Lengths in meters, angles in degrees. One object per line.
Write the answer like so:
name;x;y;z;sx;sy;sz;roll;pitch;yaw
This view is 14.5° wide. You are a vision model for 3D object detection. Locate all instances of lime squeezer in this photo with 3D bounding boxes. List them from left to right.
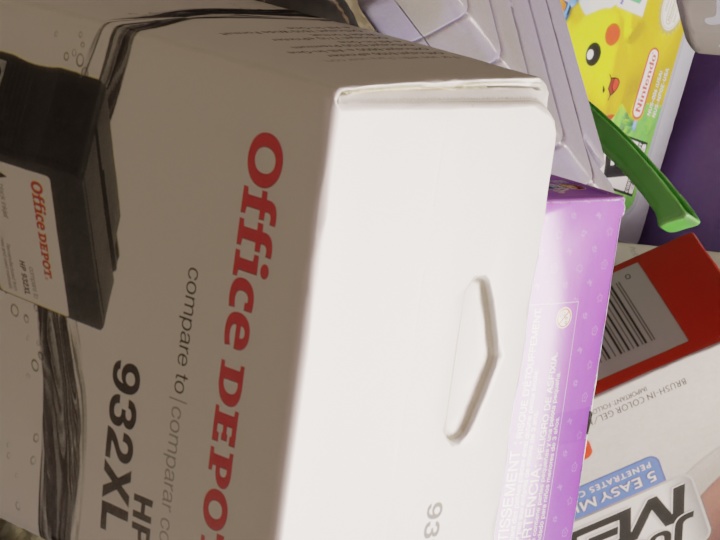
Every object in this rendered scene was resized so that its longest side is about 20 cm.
lime squeezer;0.070;-0.098;0.939;0.038;0.071;0.200;16;61;-33

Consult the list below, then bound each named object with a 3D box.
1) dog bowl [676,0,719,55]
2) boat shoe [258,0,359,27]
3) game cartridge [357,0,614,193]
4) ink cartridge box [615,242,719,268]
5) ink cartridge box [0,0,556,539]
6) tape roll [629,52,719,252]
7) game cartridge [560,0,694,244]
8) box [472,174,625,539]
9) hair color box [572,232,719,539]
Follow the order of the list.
dog bowl;0.124;-0.160;0.907;0.200;0.059;0.200;-6;90;-81
boat shoe;0.000;0.000;0.893;0.074;0.073;0.200;-9;87;-34
game cartridge;0.021;-0.117;0.857;0.130;0.038;0.200;44;26;-43
ink cartridge box;0.142;0.072;1.034;0.200;0.050;0.161;7;120;-10
ink cartridge box;-0.056;-0.001;0.772;0.084;0.200;0.145;-5;107;-46
tape roll;0.180;-0.011;1.129;0.200;0.085;0.200;-19;117;-44
game cartridge;0.068;-0.078;1.016;0.133;0.040;0.200;13;93;-46
box;-0.016;0.023;0.827;0.039;0.200;0.137;-3;105;-42
hair color box;0.101;0.097;0.978;0.111;0.064;0.200;-24;127;-2
